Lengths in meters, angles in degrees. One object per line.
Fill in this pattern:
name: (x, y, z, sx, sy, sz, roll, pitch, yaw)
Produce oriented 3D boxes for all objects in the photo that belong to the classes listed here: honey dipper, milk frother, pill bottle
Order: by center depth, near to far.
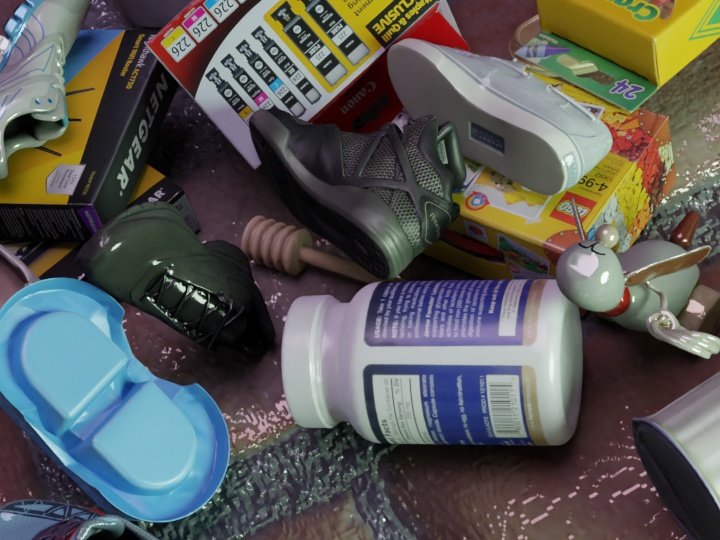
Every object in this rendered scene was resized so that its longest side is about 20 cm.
milk frother: (0.293, 0.093, 1.217, 0.187, 0.201, 0.181, -32, 53, -10)
pill bottle: (0.051, 0.065, 1.368, 0.198, 0.116, 0.116, 0, 51, 16)
honey dipper: (0.000, 0.000, 1.492, 0.199, 0.038, 0.038, 17, 58, 25)

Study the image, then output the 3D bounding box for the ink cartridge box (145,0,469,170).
ink cartridge box: (-0.036, -0.177, 1.530, 0.200, 0.084, 0.176, -42, 92, 2)

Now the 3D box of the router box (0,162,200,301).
router box: (-0.255, -0.022, 1.574, 0.157, 0.052, 0.200, 32, 66, 35)

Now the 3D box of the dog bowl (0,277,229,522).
dog bowl: (-0.185, 0.098, 1.389, 0.200, 0.050, 0.112, 45, 60, -4)

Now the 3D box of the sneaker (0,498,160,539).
sneaker: (-0.183, 0.192, 1.347, 0.199, 0.096, 0.080, 17, 57, 28)

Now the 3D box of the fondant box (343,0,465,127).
fondant box: (-0.020, -0.189, 1.639, 0.198, 0.058, 0.145, -18, 49, 0)

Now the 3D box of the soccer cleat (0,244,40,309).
soccer cleat: (-0.240, 0.049, 1.449, 0.200, 0.078, 0.069, 44, 71, 2)

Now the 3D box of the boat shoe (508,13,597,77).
boat shoe: (0.213, -0.219, 1.587, 0.198, 0.065, 0.072, -20, 48, 0)

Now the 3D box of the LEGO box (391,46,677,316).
LEGO box: (0.119, -0.072, 1.485, 0.199, 0.077, 0.149, 22, 60, 30)

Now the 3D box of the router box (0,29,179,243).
router box: (-0.243, -0.112, 1.575, 0.148, 0.051, 0.201, 2, 49, 19)

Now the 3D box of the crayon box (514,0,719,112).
crayon box: (0.226, -0.218, 1.500, 0.200, 0.052, 0.125, -40, 50, -22)

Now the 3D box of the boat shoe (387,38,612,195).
boat shoe: (0.104, -0.122, 1.443, 0.071, 0.070, 0.200, -28, 46, -31)

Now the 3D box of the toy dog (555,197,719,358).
toy dog: (0.199, -0.006, 1.338, 0.131, 0.200, 0.097, 22, 91, 6)

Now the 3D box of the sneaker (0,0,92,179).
sneaker: (-0.257, -0.145, 1.535, 0.086, 0.075, 0.201, 23, 60, 15)

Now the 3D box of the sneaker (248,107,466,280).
sneaker: (0.003, -0.077, 1.432, 0.114, 0.077, 0.199, -34, 43, -20)

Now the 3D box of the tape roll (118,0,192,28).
tape roll: (-0.126, -0.286, 1.702, 0.199, 0.067, 0.201, -16, 27, 8)

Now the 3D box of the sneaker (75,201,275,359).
sneaker: (-0.126, 0.012, 1.423, 0.076, 0.199, 0.091, -46, 57, 16)
